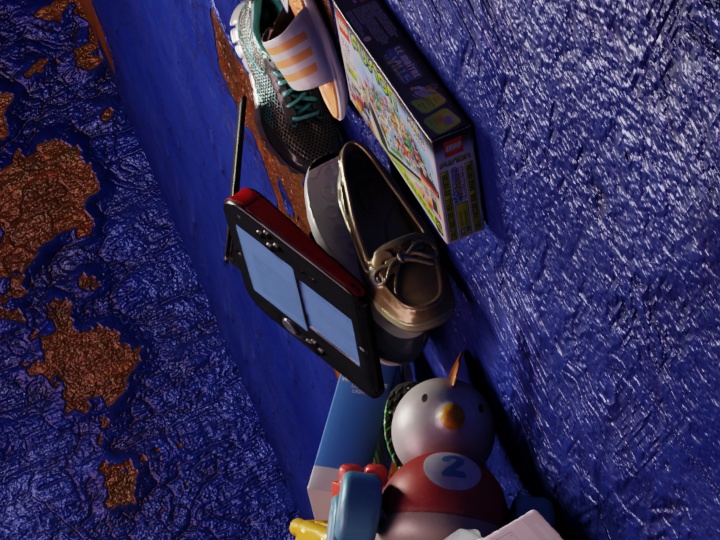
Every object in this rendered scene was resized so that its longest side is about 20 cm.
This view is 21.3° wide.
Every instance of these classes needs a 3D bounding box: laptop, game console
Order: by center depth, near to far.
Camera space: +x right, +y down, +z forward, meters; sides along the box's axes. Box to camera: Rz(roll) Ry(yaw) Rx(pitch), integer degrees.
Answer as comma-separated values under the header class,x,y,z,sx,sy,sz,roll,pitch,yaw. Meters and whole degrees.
class,x,y,z,sx,sy,sz,roll,pitch,yaw
game console,-0.051,0.022,1.766,0.177,0.031,0.200,42,162,26
laptop,-0.077,-0.049,1.933,0.187,0.115,0.202,118,157,-77

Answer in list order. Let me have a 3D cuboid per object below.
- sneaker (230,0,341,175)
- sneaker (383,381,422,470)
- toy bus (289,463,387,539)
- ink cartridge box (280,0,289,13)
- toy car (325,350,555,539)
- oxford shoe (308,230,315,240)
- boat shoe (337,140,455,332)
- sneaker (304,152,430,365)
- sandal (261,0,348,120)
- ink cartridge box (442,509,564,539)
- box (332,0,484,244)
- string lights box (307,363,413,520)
class,x,y,z,sx,sy,sz,roll,pitch,yaw
sneaker,-0.073,-0.187,1.868,0.201,0.077,0.091,65,166,9
sneaker,0.076,0.206,1.890,0.085,0.078,0.201,140,107,-80
toy bus,0.026,0.283,1.811,0.135,0.199,0.194,1,84,63
ink cartridge box,-0.086,-0.356,1.658,0.200,0.047,0.199,93,152,-71
toy car,0.074,0.161,1.687,0.177,0.183,0.202,107,170,-70
oxford shoe,-0.022,0.000,1.991,0.085,0.072,0.200,65,170,5
boat shoe,0.026,-0.030,1.681,0.063,0.073,0.201,72,178,-49
sneaker,0.000,0.000,1.840,0.201,0.080,0.147,60,164,14
sandal,-0.069,-0.232,1.775,0.079,0.059,0.208,-154,43,-76
ink cartridge box,0.139,0.267,1.530,0.162,0.050,0.200,47,135,-4
box,0.037,-0.125,1.511,0.111,0.034,0.200,78,166,-45
string lights box,0.003,0.162,1.935,0.103,0.058,0.201,81,-159,-54
